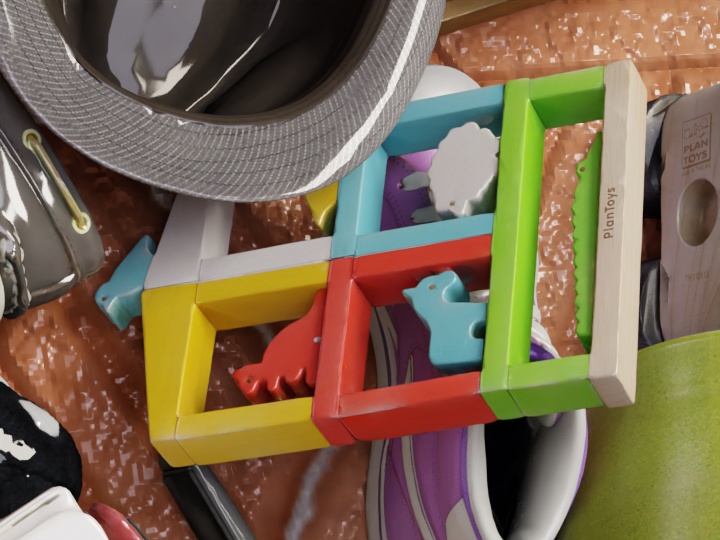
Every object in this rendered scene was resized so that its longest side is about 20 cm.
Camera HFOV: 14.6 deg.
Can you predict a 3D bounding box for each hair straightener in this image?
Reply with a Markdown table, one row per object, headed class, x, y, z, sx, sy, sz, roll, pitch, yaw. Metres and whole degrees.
| class | x | y | z | sx | sy | sz | roll | pitch | yaw |
| --- | --- | --- | --- | --- | --- | --- | --- | --- | --- |
| hair straightener | -0.008 | 0.139 | 0.989 | 0.077 | 0.041 | 0.200 | -41 | 93 | -22 |

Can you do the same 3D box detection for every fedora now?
| class | x | y | z | sx | sy | sz | roll | pitch | yaw |
| --- | --- | --- | --- | --- | --- | --- | --- | --- | --- |
| fedora | -0.062 | -0.113 | 1.002 | 0.176 | 0.090 | 0.201 | 10 | 76 | -17 |

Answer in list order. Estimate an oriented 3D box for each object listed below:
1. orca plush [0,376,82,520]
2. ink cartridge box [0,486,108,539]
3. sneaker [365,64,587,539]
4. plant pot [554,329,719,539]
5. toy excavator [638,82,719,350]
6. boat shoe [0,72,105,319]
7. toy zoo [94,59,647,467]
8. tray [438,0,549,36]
| class | x | y | z | sx | sy | sz | roll | pitch | yaw |
| --- | --- | --- | --- | --- | --- | --- | --- | --- | --- |
| orca plush | -0.180 | 0.031 | 0.937 | 0.200 | 0.071 | 0.105 | 39 | 68 | -7 |
| ink cartridge box | -0.106 | 0.160 | 0.864 | 0.084 | 0.200 | 0.146 | -34 | 90 | -23 |
| sneaker | 0.046 | 0.013 | 1.000 | 0.072 | 0.114 | 0.201 | -1 | 77 | -18 |
| plant pot | 0.142 | 0.130 | 0.978 | 0.200 | 0.200 | 0.194 | 7 | 63 | -18 |
| toy excavator | 0.203 | -0.040 | 1.088 | 0.199 | 0.100 | 0.195 | 11 | 74 | -31 |
| boat shoe | -0.157 | -0.075 | 0.969 | 0.060 | 0.072 | 0.202 | -24 | 82 | -28 |
| toy zoo | 0.000 | 0.000 | 0.969 | 0.199 | 0.020 | 0.132 | -10 | 52 | 21 |
| tray | 0.081 | -0.161 | 1.094 | 0.199 | 0.037 | 0.099 | -19 | 84 | -23 |
